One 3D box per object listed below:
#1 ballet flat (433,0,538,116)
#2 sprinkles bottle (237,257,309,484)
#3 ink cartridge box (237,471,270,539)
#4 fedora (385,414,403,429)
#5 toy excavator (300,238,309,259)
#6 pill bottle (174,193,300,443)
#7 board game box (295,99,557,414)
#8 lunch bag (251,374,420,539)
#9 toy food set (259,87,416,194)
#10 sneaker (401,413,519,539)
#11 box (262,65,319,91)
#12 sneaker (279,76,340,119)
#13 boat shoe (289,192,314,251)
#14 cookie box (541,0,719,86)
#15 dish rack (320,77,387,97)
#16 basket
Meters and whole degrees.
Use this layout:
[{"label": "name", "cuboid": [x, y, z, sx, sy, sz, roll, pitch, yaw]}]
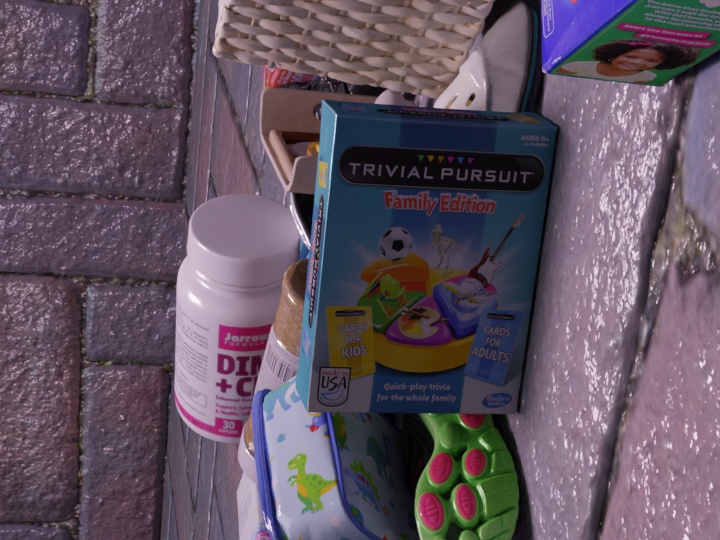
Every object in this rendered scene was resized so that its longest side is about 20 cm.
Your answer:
[{"label": "ballet flat", "cuboid": [0.077, -0.090, 0.960, 0.068, 0.063, 0.202, -115, 30, -62]}, {"label": "sprinkles bottle", "cuboid": [-0.047, 0.085, 1.078, 0.069, 0.067, 0.202, -103, 23, -47]}, {"label": "ink cartridge box", "cuboid": [-0.026, 0.259, 1.176, 0.083, 0.144, 0.202, 110, 157, -50]}, {"label": "fedora", "cuboid": [-0.002, 0.074, 1.174, 0.201, 0.090, 0.204, 176, 90, -82]}, {"label": "toy excavator", "cuboid": [-0.033, -0.015, 1.392, 0.196, 0.099, 0.201, -103, 28, -44]}, {"label": "pill bottle", "cuboid": [-0.105, 0.042, 1.197, 0.114, 0.112, 0.202, -105, 17, -51]}, {"label": "board game box", "cuboid": [0.041, -0.006, 0.913, 0.047, 0.149, 0.203, -126, 39, -67]}, {"label": "lunch bag", "cuboid": [0.000, 0.171, 1.018, 0.200, 0.082, 0.162, 46, -157, -44]}, {"label": "toy food set", "cuboid": [0.000, -0.109, 1.123, 0.200, 0.141, 0.061, -118, 35, -66]}, {"label": "sneaker", "cuboid": [0.069, 0.145, 0.974, 0.201, 0.076, 0.084, -92, 1, -48]}, {"label": "box", "cuboid": [-0.042, -0.244, 1.428, 0.200, 0.094, 0.101, 135, 137, -70]}, {"label": "sneaker", "cuboid": [-0.017, -0.164, 1.378, 0.199, 0.078, 0.077, 7, 90, 57]}, {"label": "boat shoe", "cuboid": [0.000, 0.000, 1.090, 0.068, 0.072, 0.201, 41, -159, -56]}, {"label": "cookie box", "cuboid": [0.150, -0.197, 0.634, 0.200, 0.074, 0.174, 146, 125, -74]}, {"label": "dish rack", "cuboid": [-0.002, -0.256, 1.245, 0.154, 0.054, 0.202, -54, 45, 51]}, {"label": "basket", "cuboid": [0.006, -0.247, 0.965, 0.199, 0.197, 0.163, 116, 160, -57]}]
